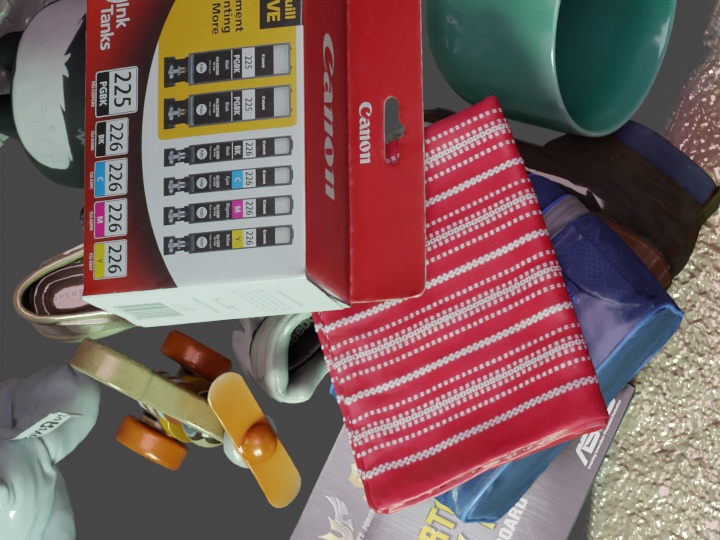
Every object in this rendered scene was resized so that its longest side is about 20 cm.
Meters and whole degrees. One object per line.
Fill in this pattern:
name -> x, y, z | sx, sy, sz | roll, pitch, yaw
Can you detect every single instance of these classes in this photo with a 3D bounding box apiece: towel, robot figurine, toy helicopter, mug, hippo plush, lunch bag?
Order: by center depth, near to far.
towel -> 0.042, 0.019, 1.119 | 0.144, 0.022, 0.202 | -22, 71, 13
lunch bag -> 0.075, 0.047, 1.190 | 0.200, 0.136, 0.132 | -46, 75, 3
toy helicopter -> -0.107, 0.082, 1.221 | 0.132, 0.200, 0.079 | 27, 85, 25
hippo plush -> -0.195, 0.161, 1.256 | 0.159, 0.199, 0.162 | -39, 107, -38
mug -> 0.117, -0.165, 1.260 | 0.114, 0.184, 0.154 | 16, 92, 32
robot figurine -> -0.136, -0.110, 1.274 | 0.198, 0.125, 0.151 | 3, 120, 30

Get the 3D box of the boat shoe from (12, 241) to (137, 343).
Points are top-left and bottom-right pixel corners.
boat shoe -> -0.124, -0.002, 1.301 | 0.198, 0.065, 0.073 | -16, 82, 3

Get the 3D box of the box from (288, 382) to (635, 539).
box -> 0.061, 0.130, 1.276 | 0.157, 0.048, 0.201 | 26, 86, 8

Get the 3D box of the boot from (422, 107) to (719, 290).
boot -> 0.132, -0.060, 1.297 | 0.199, 0.075, 0.097 | 37, 62, 19

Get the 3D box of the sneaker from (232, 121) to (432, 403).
sneaker -> 0.000, 0.000, 1.266 | 0.075, 0.081, 0.201 | 34, 96, -17

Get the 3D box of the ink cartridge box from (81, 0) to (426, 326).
ink cartridge box -> -0.057, -0.081, 1.121 | 0.174, 0.084, 0.202 | -6, 76, 17

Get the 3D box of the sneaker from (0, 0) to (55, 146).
sneaker -> -0.248, -0.171, 1.341 | 0.080, 0.076, 0.202 | 15, 83, 25
